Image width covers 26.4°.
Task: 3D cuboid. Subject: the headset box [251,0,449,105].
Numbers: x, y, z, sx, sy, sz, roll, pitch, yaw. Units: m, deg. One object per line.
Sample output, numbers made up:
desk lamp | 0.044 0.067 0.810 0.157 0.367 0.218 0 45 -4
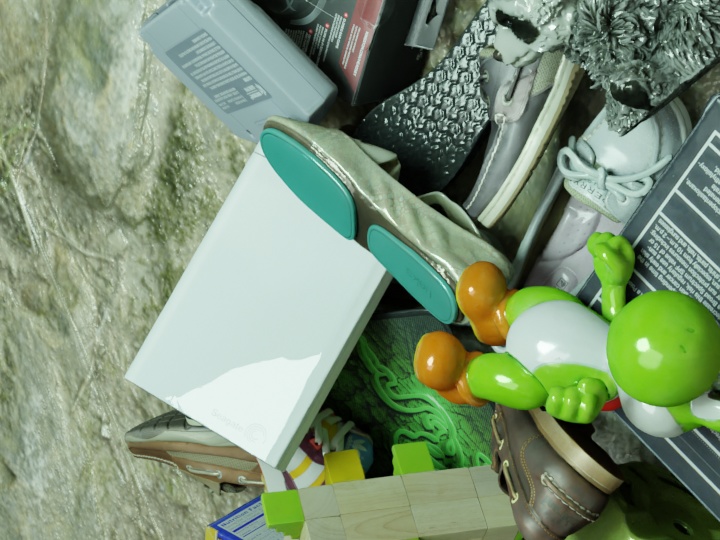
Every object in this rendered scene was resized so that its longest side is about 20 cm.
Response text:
headset box | -0.020 -0.219 1.066 0.200 0.077 0.149 34 123 27

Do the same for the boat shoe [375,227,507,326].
boat shoe | 0.001 0.001 1.083 0.201 0.065 0.075 7 139 18

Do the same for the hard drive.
hard drive | -0.059 0.018 1.050 0.132 0.027 0.200 28 86 21

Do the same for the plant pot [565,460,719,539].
plant pot | 0.162 0.231 0.996 0.200 0.200 0.190 39 112 25

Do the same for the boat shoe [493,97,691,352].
boat shoe | 0.145 -0.028 0.982 0.074 0.065 0.202 42 124 22

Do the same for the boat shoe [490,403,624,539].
boat shoe | 0.112 0.115 0.983 0.070 0.200 0.070 36 100 -7

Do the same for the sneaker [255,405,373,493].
sneaker | -0.038 0.117 1.120 0.090 0.075 0.200 -4 130 27

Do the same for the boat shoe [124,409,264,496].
boat shoe | -0.118 0.152 1.264 0.200 0.076 0.072 -4 103 42

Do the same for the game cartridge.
game cartridge | -0.086 -0.145 1.089 0.133 0.040 0.200 48 167 -14

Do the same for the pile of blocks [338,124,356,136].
pile of blocks | -0.045 -0.025 1.155 0.082 0.062 0.200 54 130 14

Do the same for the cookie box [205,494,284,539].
cookie box | -0.036 0.302 1.238 0.200 0.075 0.172 20 116 35

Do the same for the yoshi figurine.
yoshi figurine | 0.127 0.039 0.844 0.200 0.112 0.113 9 102 37

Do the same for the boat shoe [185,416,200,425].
boat shoe | -0.069 0.067 1.189 0.201 0.074 0.063 -23 107 36

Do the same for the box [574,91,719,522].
box | 0.248 0.027 0.883 0.200 0.123 0.199 47 128 22

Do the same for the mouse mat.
mouse mat | 0.039 0.110 1.108 0.161 0.008 0.200 -8 124 41

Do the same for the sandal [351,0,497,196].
sandal | 0.070 -0.113 1.049 0.200 0.048 0.075 -43 76 26

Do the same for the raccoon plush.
raccoon plush | 0.167 -0.173 0.885 0.134 0.200 0.097 53 174 4

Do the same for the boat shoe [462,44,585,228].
boat shoe | 0.105 -0.125 0.965 0.065 0.072 0.200 25 108 2

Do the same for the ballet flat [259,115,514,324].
ballet flat | 0.018 -0.041 1.004 0.200 0.062 0.068 44 153 20

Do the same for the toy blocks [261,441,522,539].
toy blocks | 0.022 0.204 1.099 0.137 0.199 0.100 105 155 -49
